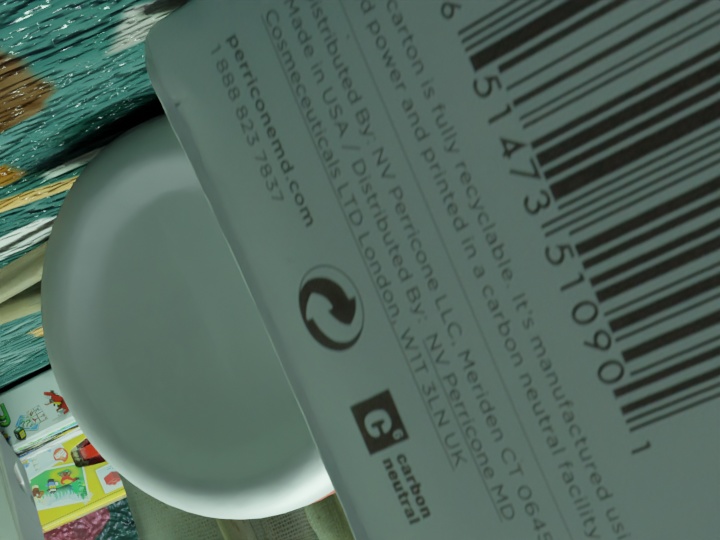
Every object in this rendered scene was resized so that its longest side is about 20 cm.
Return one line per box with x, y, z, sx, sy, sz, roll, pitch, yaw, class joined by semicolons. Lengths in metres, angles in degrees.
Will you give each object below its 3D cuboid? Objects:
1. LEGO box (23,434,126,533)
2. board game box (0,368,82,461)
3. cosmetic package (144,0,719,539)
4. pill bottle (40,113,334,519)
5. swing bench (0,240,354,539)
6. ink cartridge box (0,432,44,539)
-0.156;0.115;1.663;0.199;0.078;0.149;-25;177;9;LEGO box
-0.168;0.076;1.343;0.199;0.035;0.126;-26;175;23;board game box
0.094;-0.029;0.528;0.165;0.166;0.200;-27;174;41;cosmetic package
0.000;0.000;0.711;0.115;0.116;0.200;-26;176;27;pill bottle
-0.047;0.075;0.831;0.129;0.200;0.200;-26;176;29;swing bench
-0.275;0.165;1.253;0.199;0.086;0.147;-17;165;-5;ink cartridge box
